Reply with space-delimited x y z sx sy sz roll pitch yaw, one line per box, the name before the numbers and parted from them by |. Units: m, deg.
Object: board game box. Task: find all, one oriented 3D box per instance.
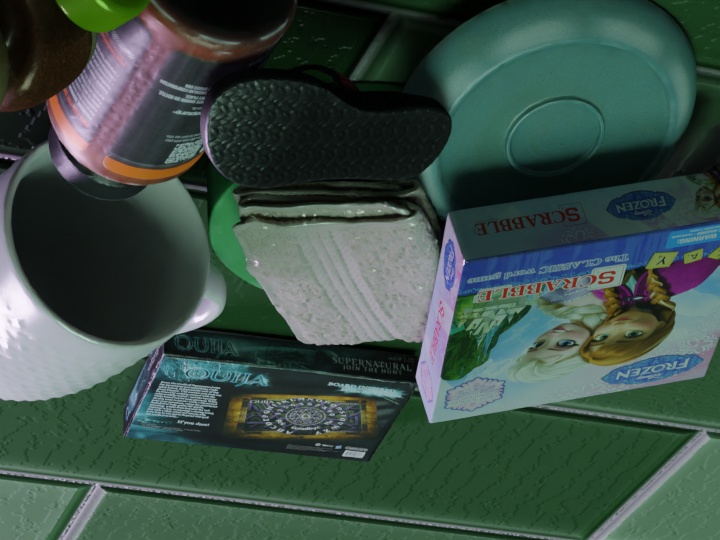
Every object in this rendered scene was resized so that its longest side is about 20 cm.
board game box | 0.144 0.018 1.634 0.199 0.041 0.200 -9 148 -11
board game box | -0.068 0.095 1.915 0.199 0.028 0.135 7 147 -16

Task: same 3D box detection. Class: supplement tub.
supplement tub | -0.119 -0.120 1.475 0.106 0.107 0.200 11 146 -22

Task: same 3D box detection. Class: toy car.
toy car | -0.237 -0.124 1.332 0.164 0.200 0.158 -26 109 41

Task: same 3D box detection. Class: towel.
towel | 0.000 0.000 1.643 0.132 0.035 0.200 0 153 18

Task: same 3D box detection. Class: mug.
mug | -0.182 0.013 1.660 0.199 0.149 0.175 8 155 -33

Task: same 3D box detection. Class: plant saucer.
plant saucer | 0.118 -0.089 1.571 0.199 0.027 0.201 -10 135 -10

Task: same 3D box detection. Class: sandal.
sandal | -0.027 -0.087 1.466 0.199 0.045 0.075 3 130 -50

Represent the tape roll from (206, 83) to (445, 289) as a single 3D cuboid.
tape roll | -0.002 -0.047 1.667 0.199 0.048 0.201 -3 150 -2
